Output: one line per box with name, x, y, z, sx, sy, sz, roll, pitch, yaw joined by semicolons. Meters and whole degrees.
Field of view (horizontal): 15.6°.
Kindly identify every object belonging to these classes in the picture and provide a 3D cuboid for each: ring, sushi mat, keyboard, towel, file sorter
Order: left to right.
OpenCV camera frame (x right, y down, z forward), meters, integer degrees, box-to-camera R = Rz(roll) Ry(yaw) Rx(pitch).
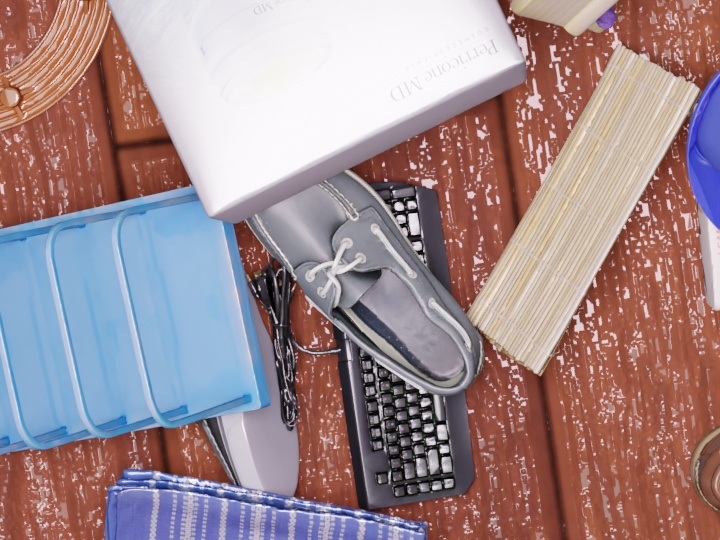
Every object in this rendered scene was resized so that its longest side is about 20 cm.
ring;-0.252;-0.185;1.658;0.199;0.019;0.202;0;93;5
file sorter;-0.180;0.037;1.577;0.199;0.123;0.140;-11;91;29
towel;-0.063;0.200;1.631;0.199;0.024;0.146;9;119;4
keyboard;-0.001;0.048;1.639;0.126;0.021;0.201;-8;91;-6
sushi mat;0.133;-0.038;1.604;0.012;0.096;0.201;27;95;-34

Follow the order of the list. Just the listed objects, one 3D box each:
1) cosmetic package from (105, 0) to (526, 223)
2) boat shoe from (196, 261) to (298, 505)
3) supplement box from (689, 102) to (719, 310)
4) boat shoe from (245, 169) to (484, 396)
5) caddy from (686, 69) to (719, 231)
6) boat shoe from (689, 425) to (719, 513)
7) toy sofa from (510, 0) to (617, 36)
cosmetic package;-0.034;-0.159;1.507;0.199;0.123;0.201;-26;89;3
boat shoe;-0.091;0.055;1.639;0.056;0.069;0.201;-15;92;27
supplement box;0.303;-0.049;1.594;0.199;0.074;0.127;-5;93;4
boat shoe;0.000;0.000;1.591;0.073;0.062;0.200;-43;100;8
caddy;0.286;-0.078;1.507;0.199;0.105;0.142;-26;114;5
boat shoe;0.295;0.093;1.604;0.199;0.068;0.072;-29;90;5
toy sofa;0.105;-0.240;1.547;0.083;0.097;0.201;-42;60;29
